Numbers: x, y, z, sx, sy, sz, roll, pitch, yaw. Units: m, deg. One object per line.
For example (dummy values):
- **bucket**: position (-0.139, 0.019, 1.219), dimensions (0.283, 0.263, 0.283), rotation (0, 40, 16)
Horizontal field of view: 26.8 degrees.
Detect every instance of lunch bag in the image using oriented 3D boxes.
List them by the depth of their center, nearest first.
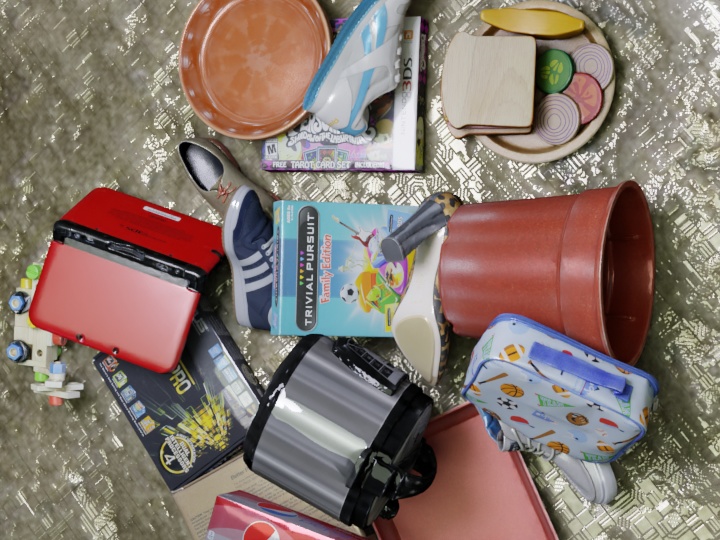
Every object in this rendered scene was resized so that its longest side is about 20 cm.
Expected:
- **lunch bag**: position (0.211, 0.124, 1.580), dimensions (0.199, 0.161, 0.076), rotation (23, 63, 0)

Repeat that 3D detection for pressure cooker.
- **pressure cooker**: position (-0.009, 0.184, 1.656), dimensions (0.199, 0.179, 0.176), rotation (28, 53, 11)

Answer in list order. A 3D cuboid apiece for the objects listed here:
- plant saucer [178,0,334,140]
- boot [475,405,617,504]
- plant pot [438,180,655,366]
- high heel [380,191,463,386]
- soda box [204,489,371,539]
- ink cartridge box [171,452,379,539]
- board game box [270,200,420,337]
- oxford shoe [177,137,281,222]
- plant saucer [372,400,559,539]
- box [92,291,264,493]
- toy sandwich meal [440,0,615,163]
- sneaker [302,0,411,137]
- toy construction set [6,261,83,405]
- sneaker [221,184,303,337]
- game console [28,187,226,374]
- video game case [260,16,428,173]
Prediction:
- **plant saucer**: position (-0.123, -0.255, 1.802), dimensions (0.199, 0.032, 0.202), rotation (-1, 86, 21)
- **boot**: position (0.194, 0.187, 1.677), dimensions (0.095, 0.074, 0.201), rotation (-24, 69, -27)
- **plant pot**: position (0.200, 0.003, 1.645), dimensions (0.194, 0.200, 0.203), rotation (1, 89, 27)
- **high heel**: position (0.093, 0.018, 1.707), dimensions (0.071, 0.142, 0.201), rotation (6, 122, 37)
- **soda box**: position (-0.072, 0.311, 1.709), dimensions (0.198, 0.070, 0.064), rotation (17, 93, 17)
- **ink cartridge box**: position (-0.098, 0.290, 1.793), dimensions (0.199, 0.075, 0.166), rotation (-30, 79, 16)
- **board game box**: position (0.000, 0.000, 1.727), dimensions (0.198, 0.047, 0.153), rotation (1, 89, -16)
- **oxford shoe**: position (-0.151, -0.082, 1.820), dimensions (0.200, 0.075, 0.071), rotation (43, 101, 14)
- **plant saucer**: position (0.110, 0.269, 1.743), dimensions (0.199, 0.037, 0.201), rotation (-27, 81, 16)
- **box**: position (-0.213, 0.145, 1.851), dimensions (0.161, 0.049, 0.201), rotation (-36, 77, 12)
- **toy sandwich meal**: position (0.186, -0.217, 1.709), dimensions (0.203, 0.070, 0.207), rotation (0, 89, 19)
- **sneaker**: position (0.014, -0.250, 1.737), dimensions (0.080, 0.076, 0.201), rotation (32, 85, -16)
- **toy construction set**: position (-0.378, 0.069, 1.894), dimensions (0.130, 0.092, 0.202), rotation (4, 79, 19)
- **sneaker**: position (-0.097, -0.006, 1.764), dimensions (0.108, 0.070, 0.201), rotation (15, 132, 22)
- **game console**: position (-0.273, 0.008, 1.831), dimensions (0.198, 0.173, 0.119), rotation (19, 122, 10)
- **video game case**: position (-0.020, -0.207, 1.799), dimensions (0.198, 0.036, 0.183), rotation (2, 88, 19)
